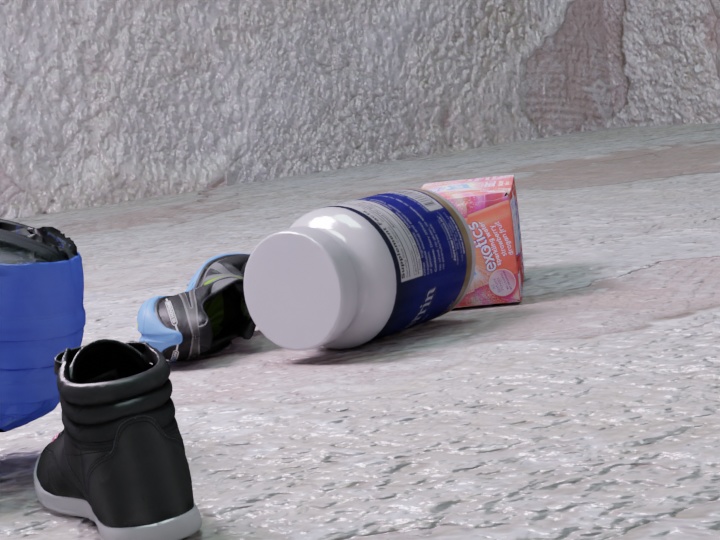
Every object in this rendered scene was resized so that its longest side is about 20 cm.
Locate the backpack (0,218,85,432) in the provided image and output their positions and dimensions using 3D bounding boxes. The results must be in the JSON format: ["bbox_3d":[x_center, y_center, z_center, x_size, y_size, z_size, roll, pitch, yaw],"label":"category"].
[{"bbox_3d":[-0.269,0.045,1.091,0.199,0.169,0.163,-2,10,-1],"label":"backpack"}]

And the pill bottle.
[{"bbox_3d":[0.000,0.000,1.432,0.115,0.117,0.200,-1,9,34],"label":"pill bottle"}]

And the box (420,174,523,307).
[{"bbox_3d":[0.102,-0.030,1.642,0.094,0.103,0.200,-5,8,7],"label":"box"}]

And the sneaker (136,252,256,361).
[{"bbox_3d":[-0.115,0.035,1.476,0.082,0.071,0.200,2,14,19],"label":"sneaker"}]

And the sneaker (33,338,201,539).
[{"bbox_3d":[-0.138,0.083,0.955,0.070,0.100,0.200,-11,7,-22],"label":"sneaker"}]
